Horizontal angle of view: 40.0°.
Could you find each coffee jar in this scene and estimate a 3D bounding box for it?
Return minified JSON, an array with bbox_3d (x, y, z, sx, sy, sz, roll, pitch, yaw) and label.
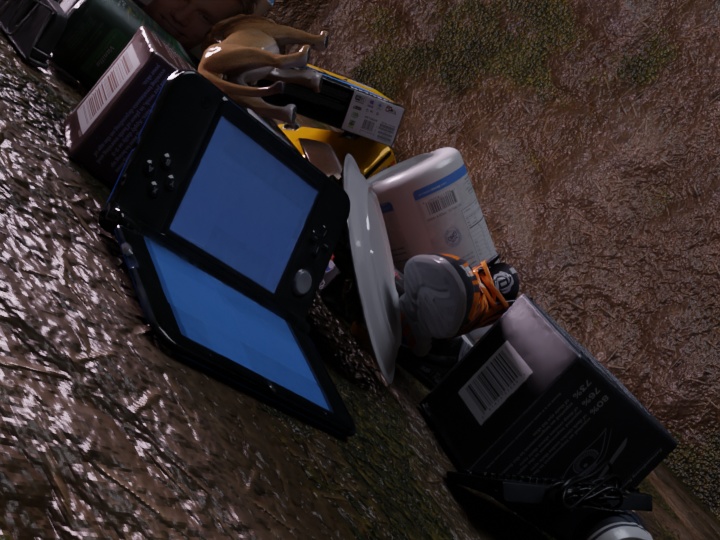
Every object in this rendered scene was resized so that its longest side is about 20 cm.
[{"bbox_3d":[-0.194,-0.178,0.918,0.199,0.085,0.105,39,10,-29],"label":"coffee jar"}]

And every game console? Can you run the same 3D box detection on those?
[{"bbox_3d":[-0.062,-0.009,0.665,0.117,0.173,0.199,15,-13,41],"label":"game console"}]

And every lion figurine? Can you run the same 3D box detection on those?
[{"bbox_3d":[-0.097,-0.178,0.847,0.120,0.074,0.200,11,16,4],"label":"lion figurine"}]

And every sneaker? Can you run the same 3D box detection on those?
[{"bbox_3d":[0.099,0.014,0.906,0.200,0.110,0.079,121,-55,-75],"label":"sneaker"},{"bbox_3d":[0.220,0.248,0.879,0.080,0.078,0.200,54,5,38],"label":"sneaker"}]

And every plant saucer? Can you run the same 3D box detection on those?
[{"bbox_3d":[-0.016,-0.062,1.120,0.200,0.034,0.203,156,-89,-88],"label":"plant saucer"}]

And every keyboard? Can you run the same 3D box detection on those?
[{"bbox_3d":[0.172,0.172,0.822,0.197,0.041,0.103,13,-4,-38],"label":"keyboard"}]

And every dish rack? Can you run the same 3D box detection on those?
[{"bbox_3d":[-0.328,-0.253,0.770,0.154,0.055,0.199,47,11,28],"label":"dish rack"}]

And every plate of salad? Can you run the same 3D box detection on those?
[{"bbox_3d":[0.000,0.000,0.870,0.200,0.047,0.204,-11,90,-82],"label":"plate of salad"}]

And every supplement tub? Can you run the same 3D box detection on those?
[{"bbox_3d":[0.086,-0.026,1.139,0.132,0.130,0.203,-92,162,-78],"label":"supplement tub"}]

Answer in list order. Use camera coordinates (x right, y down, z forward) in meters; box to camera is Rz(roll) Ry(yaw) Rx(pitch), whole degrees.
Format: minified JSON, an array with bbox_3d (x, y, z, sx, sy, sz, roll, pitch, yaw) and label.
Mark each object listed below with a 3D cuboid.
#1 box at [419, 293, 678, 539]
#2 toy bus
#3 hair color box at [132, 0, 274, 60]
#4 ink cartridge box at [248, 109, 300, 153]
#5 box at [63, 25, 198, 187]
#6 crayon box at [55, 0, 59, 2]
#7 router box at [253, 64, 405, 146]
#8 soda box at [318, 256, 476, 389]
[{"bbox_3d":[0.179,0.145,0.933,0.199,0.148,0.105,39,9,-38],"label":"box"},{"bbox_3d":[-0.046,-0.133,1.248,0.198,0.065,0.079,14,-42,40],"label":"toy bus"},{"bbox_3d":[-0.179,-0.252,0.962,0.100,0.198,0.061,37,41,-29],"label":"hair color box"},{"bbox_3d":[-0.139,-0.156,1.133,0.199,0.067,0.117,35,12,-48],"label":"ink cartridge box"},{"bbox_3d":[-0.119,-0.082,0.767,0.199,0.100,0.075,39,9,-33],"label":"box"},{"bbox_3d":[-0.247,-0.331,1.012,0.051,0.200,0.127,43,9,4],"label":"crayon box"},{"bbox_3d":[-0.061,-0.215,1.178,0.197,0.052,0.149,16,14,-22],"label":"router box"},{"bbox_3d":[0.042,0.048,1.029,0.199,0.063,0.071,40,9,-24],"label":"soda box"}]
